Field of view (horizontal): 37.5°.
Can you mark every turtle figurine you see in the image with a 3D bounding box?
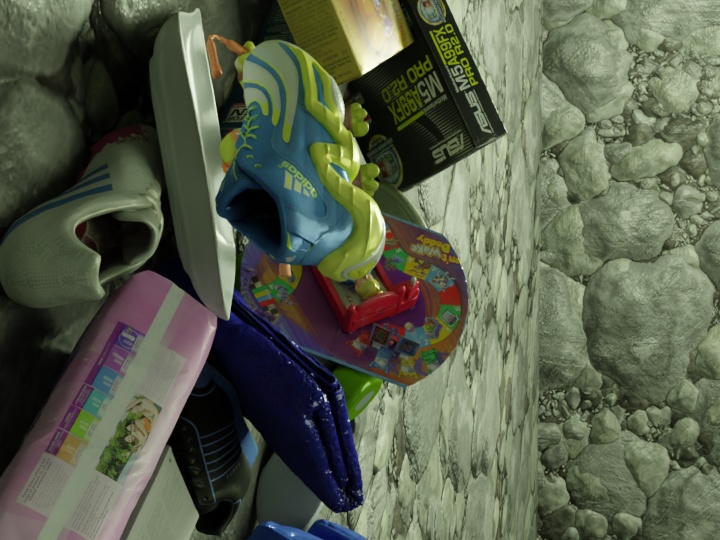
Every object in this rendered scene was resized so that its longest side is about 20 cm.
[{"bbox_3d":[-0.056,-0.086,0.847,0.160,0.064,0.203,-3,68,-48],"label":"turtle figurine"}]

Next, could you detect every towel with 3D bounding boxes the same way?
[{"bbox_3d":[-0.071,0.083,0.813,0.049,0.200,0.149,-36,140,-17],"label":"towel"}]

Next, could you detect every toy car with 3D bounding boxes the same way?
[{"bbox_3d":[-0.037,0.074,0.976,0.157,0.164,0.201,-37,159,-29],"label":"toy car"}]

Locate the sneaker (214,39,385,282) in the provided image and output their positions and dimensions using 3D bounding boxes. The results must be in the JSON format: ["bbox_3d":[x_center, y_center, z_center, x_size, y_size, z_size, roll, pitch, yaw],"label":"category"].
[{"bbox_3d":[-0.057,-0.084,0.721,0.104,0.076,0.202,0,52,-43],"label":"sneaker"}]

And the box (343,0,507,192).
[{"bbox_3d":[0.049,-0.174,1.077,0.044,0.199,0.162,-25,91,-27],"label":"box"}]

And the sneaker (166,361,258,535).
[{"bbox_3d":[-0.129,0.135,0.818,0.201,0.069,0.079,68,31,-51],"label":"sneaker"}]

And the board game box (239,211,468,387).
[{"bbox_3d":[0.000,0.000,0.883,0.039,0.197,0.160,109,2,-56],"label":"board game box"}]

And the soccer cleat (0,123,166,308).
[{"bbox_3d":[-0.153,-0.035,0.682,0.201,0.085,0.071,-61,149,-55],"label":"soccer cleat"}]

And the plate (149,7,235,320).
[{"bbox_3d":[-0.120,-0.084,0.769,0.200,0.032,0.204,-111,-167,-74],"label":"plate"}]

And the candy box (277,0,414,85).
[{"bbox_3d":[-0.033,-0.274,0.942,0.117,0.056,0.203,-41,113,-52],"label":"candy box"}]

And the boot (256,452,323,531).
[{"bbox_3d":[-0.048,0.190,1.088,0.096,0.072,0.203,73,31,-59],"label":"boot"}]

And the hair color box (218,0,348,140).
[{"bbox_3d":[-0.065,-0.164,0.982,0.101,0.059,0.202,71,28,-46],"label":"hair color box"}]

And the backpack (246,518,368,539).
[{"bbox_3d":[-0.042,0.313,0.960,0.169,0.161,0.201,-57,139,-26],"label":"backpack"}]

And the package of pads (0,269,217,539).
[{"bbox_3d":[-0.163,0.109,0.627,0.121,0.075,0.202,-50,-165,47],"label":"package of pads"}]

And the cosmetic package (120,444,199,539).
[{"bbox_3d":[-0.175,0.220,0.715,0.202,0.050,0.083,-69,157,-45],"label":"cosmetic package"}]

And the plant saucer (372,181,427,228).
[{"bbox_3d":[0.015,0.007,1.151,0.050,0.199,0.204,-14,112,-29],"label":"plant saucer"}]
